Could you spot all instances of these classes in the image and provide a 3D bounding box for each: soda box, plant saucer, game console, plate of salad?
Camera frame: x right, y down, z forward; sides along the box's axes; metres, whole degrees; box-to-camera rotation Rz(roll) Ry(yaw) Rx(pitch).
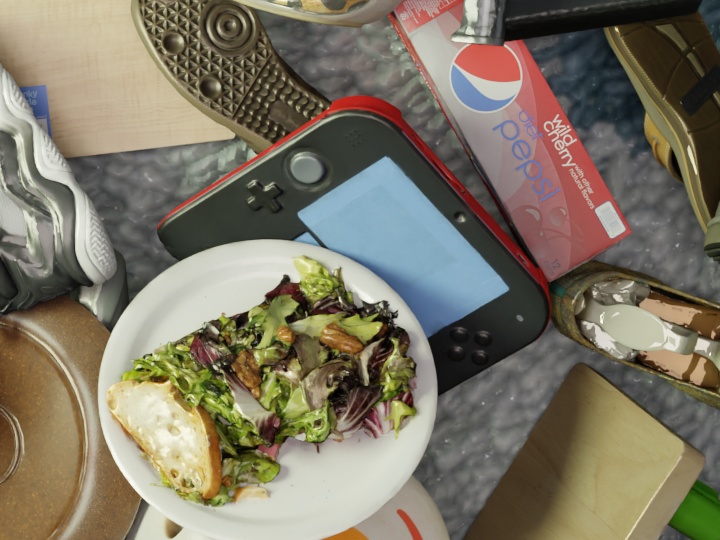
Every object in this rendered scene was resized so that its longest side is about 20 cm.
[{"bbox_3d":[0.091,-0.094,1.751,0.063,0.070,0.201,-30,94,0],"label":"soda box"},{"bbox_3d":[-0.223,0.107,1.734,0.199,0.034,0.201,0,90,28],"label":"plant saucer"},{"bbox_3d":[0.000,0.000,1.721,0.177,0.031,0.200,-33,114,23],"label":"game console"},{"bbox_3d":[-0.054,0.065,1.646,0.199,0.048,0.201,1,61,-1],"label":"plate of salad"}]

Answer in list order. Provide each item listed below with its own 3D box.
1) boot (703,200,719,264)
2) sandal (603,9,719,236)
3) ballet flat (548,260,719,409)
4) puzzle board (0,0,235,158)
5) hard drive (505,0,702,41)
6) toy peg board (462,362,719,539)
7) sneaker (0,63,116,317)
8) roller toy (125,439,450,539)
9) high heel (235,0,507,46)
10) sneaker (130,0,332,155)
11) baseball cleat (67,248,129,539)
[{"bbox_3d":[0.296,-0.077,1.758,0.182,0.072,0.201,34,64,-42],"label":"boot"},{"bbox_3d":[0.204,-0.094,1.758,0.080,0.054,0.200,-38,104,-28],"label":"sandal"},{"bbox_3d":[0.212,0.047,1.768,0.199,0.071,0.071,20,94,-3],"label":"ballet flat"},{"bbox_3d":[-0.185,-0.147,1.770,0.199,0.017,0.151,-7,96,0],"label":"puzzle board"},{"bbox_3d":[0.119,-0.242,1.717,0.139,0.033,0.201,-9,72,-8],"label":"hard drive"},{"bbox_3d":[0.147,0.185,1.721,0.098,0.200,0.200,31,93,-18],"label":"toy peg board"},{"bbox_3d":[-0.241,-0.056,1.712,0.114,0.076,0.200,-32,81,-7],"label":"sneaker"},{"bbox_3d":[-0.041,0.182,1.715,0.182,0.140,0.201,1,95,-22],"label":"roller toy"},{"bbox_3d":[0.004,-0.215,1.673,0.199,0.071,0.143,9,95,18],"label":"high heel"},{"bbox_3d":[-0.067,-0.103,1.743,0.200,0.076,0.070,43,74,-4],"label":"sneaker"},{"bbox_3d":[-0.146,0.085,1.773,0.106,0.070,0.201,7,98,-17],"label":"baseball cleat"}]
